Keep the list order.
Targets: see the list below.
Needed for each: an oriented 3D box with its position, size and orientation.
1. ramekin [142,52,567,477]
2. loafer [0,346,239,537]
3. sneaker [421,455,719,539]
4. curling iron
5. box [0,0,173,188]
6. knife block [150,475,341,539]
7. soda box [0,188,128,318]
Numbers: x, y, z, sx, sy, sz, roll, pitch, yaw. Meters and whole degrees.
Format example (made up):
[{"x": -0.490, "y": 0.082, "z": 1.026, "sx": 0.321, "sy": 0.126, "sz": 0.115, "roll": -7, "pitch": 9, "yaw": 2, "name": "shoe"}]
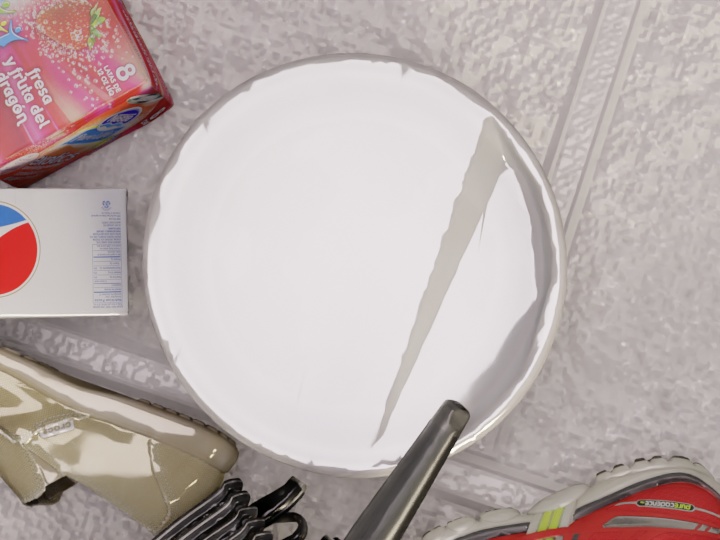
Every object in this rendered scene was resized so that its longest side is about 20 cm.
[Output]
[{"x": 0.000, "y": 0.000, "z": 1.419, "sx": 0.202, "sy": 0.094, "sz": 0.203, "roll": 0, "pitch": 86, "yaw": 4, "name": "ramekin"}, {"x": -0.161, "y": 0.079, "z": 1.434, "sx": 0.199, "sy": 0.076, "sz": 0.068, "roll": 18, "pitch": 82, "yaw": 4, "name": "loafer"}, {"x": 0.089, "y": 0.156, "z": 1.395, "sx": 0.200, "sy": 0.077, "sz": 0.085, "roll": -26, "pitch": 43, "yaw": 2, "name": "sneaker"}, {"x": -0.003, "y": 0.146, "z": 1.365, "sx": 0.026, "sy": 0.050, "sz": 0.200, "roll": 35, "pitch": 107, "yaw": 33, "name": "curling iron"}, {"x": -0.181, "y": -0.150, "z": 1.438, "sx": 0.095, "sy": 0.100, "sz": 0.200, "roll": -28, "pitch": 84, "yaw": 1, "name": "box"}, {"x": -0.083, "y": 0.193, "z": 1.421, "sx": 0.175, "sy": 0.064, "sz": 0.200, "roll": 5, "pitch": 122, "yaw": -28, "name": "knife block"}, {"x": -0.214, "y": -0.007, "z": 1.406, "sx": 0.199, "sy": 0.068, "sz": 0.064, "roll": 0, "pitch": 89, "yaw": -23, "name": "soda box"}]
